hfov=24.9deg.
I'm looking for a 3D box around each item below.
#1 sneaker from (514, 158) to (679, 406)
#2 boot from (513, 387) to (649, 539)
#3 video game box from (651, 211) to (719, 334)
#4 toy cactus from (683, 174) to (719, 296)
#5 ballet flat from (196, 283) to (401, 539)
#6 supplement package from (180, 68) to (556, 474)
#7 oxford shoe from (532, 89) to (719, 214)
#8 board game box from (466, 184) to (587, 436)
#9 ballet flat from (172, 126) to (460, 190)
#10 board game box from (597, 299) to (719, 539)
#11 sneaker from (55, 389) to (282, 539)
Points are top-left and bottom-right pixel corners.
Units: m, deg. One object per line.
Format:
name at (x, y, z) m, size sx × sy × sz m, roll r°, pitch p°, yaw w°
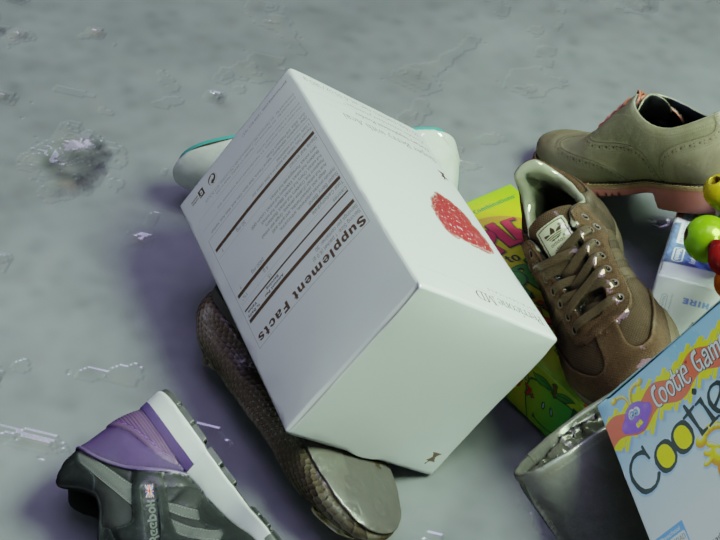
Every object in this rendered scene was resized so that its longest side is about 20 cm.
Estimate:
sneaker at (0.124, 0.007, 0.941) m, size 0.070 × 0.076 × 0.200 m, roll -37°, pitch 28°, yaw 13°
boot at (0.181, 0.145, 0.817) m, size 0.182 × 0.073 × 0.200 m, roll -26°, pitch 81°, yaw -45°
video game box at (0.280, 0.011, 1.026) m, size 0.182 × 0.047 × 0.200 m, roll 17°, pitch 22°, yaw 10°
toy cactus at (0.260, -0.026, 0.947) m, size 0.200 × 0.102 × 0.165 m, roll -8°, pitch 17°, yaw -18°
ballet flat at (-0.043, 0.086, 0.948) m, size 0.067 × 0.046 × 0.200 m, roll 12°, pitch 33°, yaw -51°
supplement package at (0.000, 0.000, 0.958) m, size 0.121 × 0.120 × 0.200 m, roll 22°, pitch 28°, yaw -42°
oxford shoe at (0.190, -0.089, 1.106) m, size 0.070 × 0.075 × 0.200 m, roll -20°, pitch 20°, yaw -33°
board game box at (0.118, 0.033, 1.025) m, size 0.102 × 0.048 × 0.200 m, roll -24°, pitch 50°, yaw -30°
ballet flat at (-0.024, -0.059, 1.100) m, size 0.200 × 0.070 × 0.069 m, roll -5°, pitch 43°, yaw -15°
board game box at (0.225, 0.097, 0.749) m, size 0.200 × 0.105 × 0.103 m, roll 21°, pitch 37°, yaw -34°
sneaker at (-0.090, 0.156, 0.853) m, size 0.087 × 0.076 × 0.200 m, roll -30°, pitch 49°, yaw -16°
